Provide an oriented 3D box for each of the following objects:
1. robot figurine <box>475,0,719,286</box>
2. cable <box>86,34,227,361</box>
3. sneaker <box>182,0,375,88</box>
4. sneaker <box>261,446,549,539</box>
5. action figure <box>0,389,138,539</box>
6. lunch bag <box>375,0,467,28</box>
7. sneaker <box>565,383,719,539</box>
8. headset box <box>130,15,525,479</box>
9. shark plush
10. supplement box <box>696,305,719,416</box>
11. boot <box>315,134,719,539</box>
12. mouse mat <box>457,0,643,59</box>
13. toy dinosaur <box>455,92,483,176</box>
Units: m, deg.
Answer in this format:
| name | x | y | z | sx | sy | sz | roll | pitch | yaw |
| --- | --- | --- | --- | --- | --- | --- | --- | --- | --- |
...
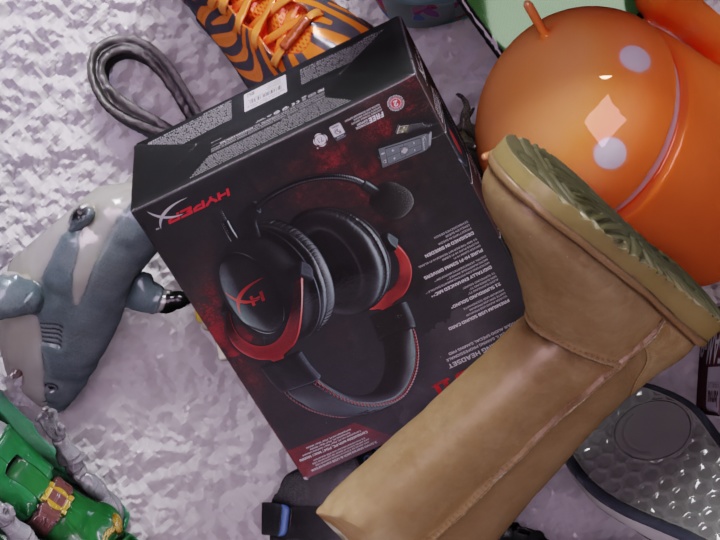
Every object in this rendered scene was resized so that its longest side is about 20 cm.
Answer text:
| name | x | y | z | sx | sy | sz | roll | pitch | yaw |
| --- | --- | --- | --- | --- | --- | --- | --- | --- | --- |
| robot figurine | 0.138 | -0.058 | 0.823 | 0.144 | 0.200 | 0.117 | -44 | 44 | 26 |
| cable | -0.078 | -0.055 | 0.910 | 0.097 | 0.050 | 0.200 | -28 | 85 | 1 |
| sneaker | -0.060 | -0.137 | 0.849 | 0.078 | 0.112 | 0.200 | -49 | 55 | 0 |
| sneaker | 0.043 | 0.131 | 0.872 | 0.200 | 0.073 | 0.112 | -8 | 84 | 5 |
| action figure | -0.187 | 0.112 | 0.880 | 0.200 | 0.055 | 0.118 | 40 | 48 | -19 |
| lunch bag | 0.078 | -0.229 | 0.895 | 0.200 | 0.077 | 0.161 | -16 | 85 | 3 |
| sneaker | 0.185 | 0.151 | 0.850 | 0.077 | 0.146 | 0.202 | -38 | 47 | -15 |
| headset box | 0.000 | 0.000 | 0.811 | 0.149 | 0.075 | 0.200 | -24 | 120 | 9 |
| shark plush | -0.125 | -0.006 | 0.894 | 0.200 | 0.091 | 0.083 | -39 | 98 | 10 |
| supplement box | 0.279 | 0.055 | 0.837 | 0.200 | 0.109 | 0.061 | 5 | 86 | 5 |
| boot | 0.055 | 0.054 | 0.754 | 0.200 | 0.175 | 0.066 | -44 | 38 | 12 |
| mouse mat | 0.121 | -0.210 | 0.843 | 0.200 | 0.008 | 0.161 | -35 | 92 | 5 |
| toy dinosaur | 0.018 | -0.056 | 0.881 | 0.200 | 0.047 | 0.088 | -37 | 93 | -10 |
